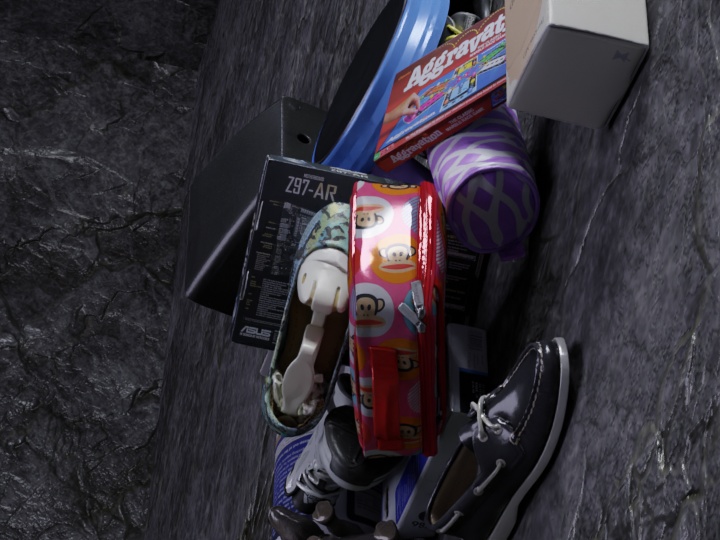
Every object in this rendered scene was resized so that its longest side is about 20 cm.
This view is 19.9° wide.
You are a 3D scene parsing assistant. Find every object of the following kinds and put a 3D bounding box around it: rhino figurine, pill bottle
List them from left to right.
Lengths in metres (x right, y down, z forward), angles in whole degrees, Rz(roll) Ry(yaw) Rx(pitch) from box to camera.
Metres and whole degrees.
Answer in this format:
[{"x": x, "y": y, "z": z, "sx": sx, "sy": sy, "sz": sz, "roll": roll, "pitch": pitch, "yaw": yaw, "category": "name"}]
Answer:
[{"x": -0.024, "y": 0.230, "z": 1.872, "sx": 0.116, "sy": 0.115, "sz": 0.201, "roll": 113, "pitch": 164, "yaw": -46, "category": "pill bottle"}, {"x": -0.013, "y": 0.239, "z": 1.723, "sx": 0.199, "sy": 0.088, "sz": 0.060, "roll": 13, "pitch": 62, "yaw": 45, "category": "rhino figurine"}]

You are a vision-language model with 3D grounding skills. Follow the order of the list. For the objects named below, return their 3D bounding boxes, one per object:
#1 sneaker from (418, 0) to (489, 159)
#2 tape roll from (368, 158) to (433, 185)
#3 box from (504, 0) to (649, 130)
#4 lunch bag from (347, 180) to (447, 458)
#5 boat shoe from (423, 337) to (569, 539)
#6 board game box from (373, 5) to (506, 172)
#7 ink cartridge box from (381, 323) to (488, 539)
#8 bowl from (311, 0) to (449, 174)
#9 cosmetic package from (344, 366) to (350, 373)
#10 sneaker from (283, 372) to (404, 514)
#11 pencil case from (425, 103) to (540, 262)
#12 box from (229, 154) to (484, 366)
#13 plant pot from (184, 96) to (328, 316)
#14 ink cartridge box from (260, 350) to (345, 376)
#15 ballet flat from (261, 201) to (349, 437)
[{"x": 0.079, "y": -0.188, "z": 1.854, "sx": 0.085, "sy": 0.074, "sz": 0.202, "roll": 117, "pitch": 160, "yaw": -54, "category": "sneaker"}, {"x": 0.000, "y": -0.014, "z": 1.868, "sx": 0.201, "sy": 0.085, "sz": 0.200, "roll": -53, "pitch": 5, "yaw": 6, "category": "tape roll"}, {"x": 0.154, "y": -0.211, "z": 1.487, "sx": 0.095, "sy": 0.077, "sz": 0.201, "roll": 115, "pitch": 163, "yaw": -48, "category": "box"}, {"x": 0.026, "y": 0.048, "z": 1.583, "sx": 0.201, "sy": 0.081, "sz": 0.177, "roll": 86, "pitch": -175, "yaw": -48, "category": "lunch bag"}, {"x": 0.099, "y": 0.125, "z": 1.489, "sx": 0.074, "sy": 0.060, "sz": 0.201, "roll": -89, "pitch": 15, "yaw": -46, "category": "boat shoe"}, {"x": 0.092, "y": -0.159, "z": 1.635, "sx": 0.199, "sy": 0.019, "sz": 0.104, "roll": -29, "pitch": 33, "yaw": 40, "category": "board game box"}, {"x": 0.061, "y": 0.147, "z": 1.720, "sx": 0.100, "sy": 0.039, "sz": 0.201, "roll": -90, "pitch": 17, "yaw": -44, "category": "ink cartridge box"}, {"x": 0.015, "y": -0.166, "z": 1.831, "sx": 0.202, "sy": 0.039, "sz": 0.201, "roll": -59, "pitch": 11, "yaw": 19, "category": "bowl"}, {"x": 0.028, "y": 0.086, "z": 1.909, "sx": 0.200, "sy": 0.050, "sz": 0.083, "roll": 129, "pitch": 151, "yaw": -67, "category": "cosmetic package"}, {"x": -0.016, "y": 0.173, "z": 1.754, "sx": 0.201, "sy": 0.075, "sz": 0.116, "roll": -84, "pitch": 19, "yaw": -75, "category": "sneaker"}, {"x": 0.096, "y": -0.094, "z": 1.667, "sx": 0.201, "sy": 0.083, "sz": 0.086, "roll": -95, "pitch": -8, "yaw": -58, "category": "pencil case"}, {"x": 0.000, "y": 0.000, "z": 1.744, "sx": 0.044, "sy": 0.198, "sz": 0.162, "roll": -116, "pitch": 37, "yaw": -80, "category": "box"}, {"x": -0.061, "y": -0.062, "z": 2.183, "sx": 0.178, "sy": 0.198, "sz": 0.201, "roll": -57, "pitch": 22, "yaw": 36, "category": "plant pot"}, {"x": -0.026, "y": 0.031, "z": 2.066, "sx": 0.201, "sy": 0.116, "sz": 0.068, "roll": 113, "pitch": 165, "yaw": -45, "category": "ink cartridge box"}, {"x": -0.034, "y": 0.045, "z": 1.691, "sx": 0.074, "sy": 0.073, "sz": 0.202, "roll": -133, "pitch": 55, "yaw": -76, "category": "ballet flat"}]
